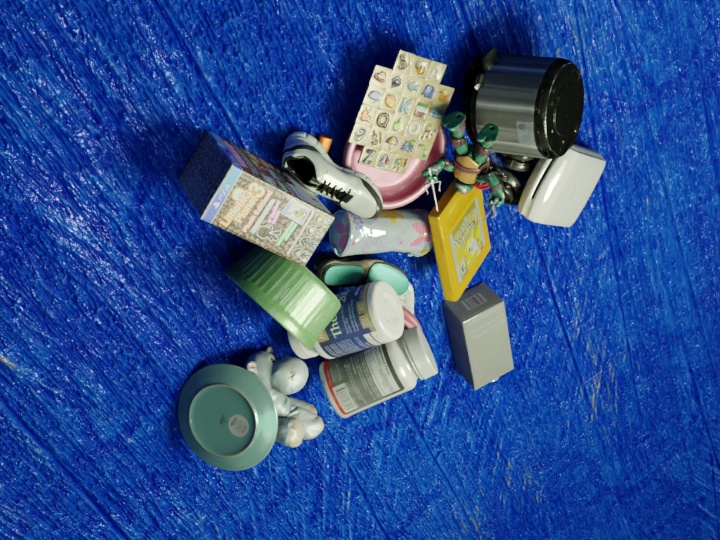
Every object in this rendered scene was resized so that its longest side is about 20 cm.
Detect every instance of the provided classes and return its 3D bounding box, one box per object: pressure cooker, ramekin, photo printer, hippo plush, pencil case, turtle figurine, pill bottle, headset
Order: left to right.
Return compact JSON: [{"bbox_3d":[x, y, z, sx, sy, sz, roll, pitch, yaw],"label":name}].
[{"bbox_3d":[-0.162,0.225,1.737,0.159,0.198,0.162,-25,120,-71],"label":"hippo plush"},{"bbox_3d":[-0.127,0.035,1.583,0.098,0.200,0.200,-48,131,-6],"label":"ramekin"},{"bbox_3d":[-0.030,0.096,1.682,0.199,0.112,0.111,-19,137,27],"label":"pill bottle"},{"bbox_3d":[0.034,0.184,1.717,0.199,0.114,0.114,-25,131,9],"label":"pill bottle"},{"bbox_3d":[0.041,-0.069,1.690,0.199,0.083,0.091,0,131,-31],"label":"pencil case"},{"bbox_3d":[0.183,-0.178,1.617,0.148,0.101,0.201,9,140,6],"label":"turtle figurine"},{"bbox_3d":[0.270,-0.292,1.623,0.178,0.199,0.177,2,98,-55],"label":"pressure cooker"},{"bbox_3d":[0.294,-0.184,1.762,0.199,0.094,0.124,10,113,-47],"label":"headset"},{"bbox_3d":[0.388,-0.167,1.802,0.199,0.069,0.167,1,119,-57],"label":"photo printer"}]

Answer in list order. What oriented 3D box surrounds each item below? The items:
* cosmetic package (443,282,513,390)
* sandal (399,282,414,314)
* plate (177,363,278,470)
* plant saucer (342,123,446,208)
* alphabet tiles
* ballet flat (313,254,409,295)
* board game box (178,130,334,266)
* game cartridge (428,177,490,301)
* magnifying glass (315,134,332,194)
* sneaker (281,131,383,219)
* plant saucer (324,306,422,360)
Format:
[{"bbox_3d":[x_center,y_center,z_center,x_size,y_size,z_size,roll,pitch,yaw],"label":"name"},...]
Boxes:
[{"bbox_3d":[0.249,0.139,1.941,0.106,0.090,0.201,-25,131,-16],"label":"cosmetic package"},{"bbox_3d":[0.067,0.101,1.826,0.082,0.050,0.204,10,118,-9],"label":"sandal"},{"bbox_3d":[-0.245,0.268,1.672,0.201,0.199,0.026,-62,169,15],"label":"plate"},{"bbox_3d":[0.054,-0.208,1.622,0.199,0.051,0.202,-15,124,-23],"label":"plant saucer"},{"bbox_3d":[0.069,-0.262,1.553,0.165,0.006,0.201,8,113,-33],"label":"alphabet tiles"},{"bbox_3d":[0.000,0.000,1.716,0.199,0.068,0.068,12,109,-35],"label":"ballet flat"},{"bbox_3d":[-0.166,-0.114,1.476,0.199,0.160,0.097,26,104,-32],"label":"board game box"},{"bbox_3d":[0.191,-0.072,1.752,0.177,0.032,0.201,-53,142,-38],"label":"game cartridge"},{"bbox_3d":[-0.094,-0.140,1.608,0.079,0.022,0.201,8,115,-34],"label":"magnifying glass"},{"bbox_3d":[-0.051,-0.143,1.539,0.199,0.080,0.074,34,123,-10],"label":"sneaker"},{"bbox_3d":[0.026,0.153,1.794,0.199,0.051,0.202,-3,121,-5],"label":"plant saucer"}]
